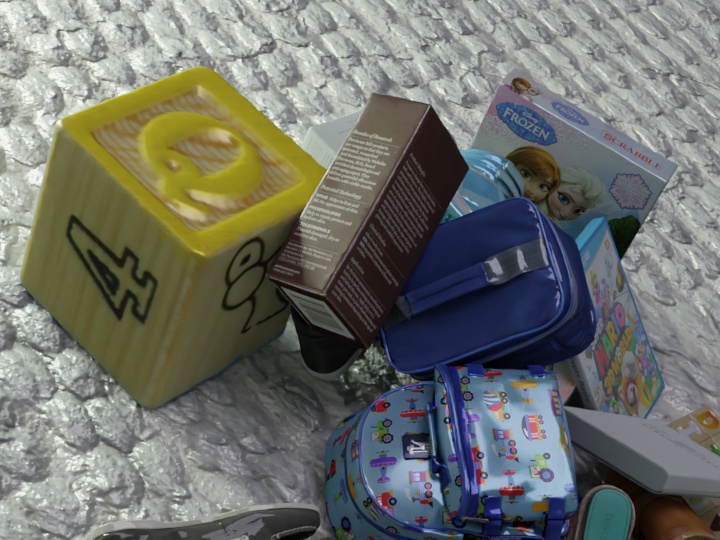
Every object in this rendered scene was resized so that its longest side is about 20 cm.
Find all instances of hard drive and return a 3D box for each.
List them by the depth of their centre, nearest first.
[{"bbox_3d":[0.274,0.170,1.518,0.132,0.026,0.200,30,11,36],"label":"hard drive"}]

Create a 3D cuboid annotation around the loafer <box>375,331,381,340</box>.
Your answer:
[{"bbox_3d":[-0.013,-0.019,1.643,0.068,0.071,0.201,-14,54,-37],"label":"loafer"}]

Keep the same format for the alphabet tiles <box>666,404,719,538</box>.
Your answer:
[{"bbox_3d":[0.363,0.213,1.629,0.199,0.006,0.167,-18,56,-39],"label":"alphabet tiles"}]

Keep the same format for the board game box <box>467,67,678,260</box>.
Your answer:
[{"bbox_3d":[0.200,-0.080,1.715,0.199,0.200,0.041,31,41,9],"label":"board game box"}]

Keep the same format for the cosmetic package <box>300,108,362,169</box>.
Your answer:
[{"bbox_3d":[0.033,-0.072,1.715,0.200,0.081,0.113,43,43,21],"label":"cosmetic package"}]

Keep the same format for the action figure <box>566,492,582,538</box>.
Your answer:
[{"bbox_3d":[0.204,0.237,1.497,0.065,0.052,0.200,-11,54,-40],"label":"action figure"}]

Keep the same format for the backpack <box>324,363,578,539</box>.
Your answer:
[{"bbox_3d":[0.073,0.171,1.421,0.199,0.135,0.183,5,55,-9],"label":"backpack"}]

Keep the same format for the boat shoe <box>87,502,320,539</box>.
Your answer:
[{"bbox_3d":[-0.124,0.231,1.331,0.199,0.067,0.057,-3,63,-23],"label":"boat shoe"}]

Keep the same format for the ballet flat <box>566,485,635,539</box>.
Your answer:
[{"bbox_3d":[0.191,0.285,1.408,0.068,0.067,0.201,24,70,-2],"label":"ballet flat"}]

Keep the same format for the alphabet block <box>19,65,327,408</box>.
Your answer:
[{"bbox_3d":[-0.166,-0.033,1.482,0.196,0.200,0.195,40,42,18],"label":"alphabet block"}]

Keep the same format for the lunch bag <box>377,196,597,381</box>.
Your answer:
[{"bbox_3d":[0.101,0.024,1.482,0.132,0.199,0.136,34,37,-61],"label":"lunch bag"}]

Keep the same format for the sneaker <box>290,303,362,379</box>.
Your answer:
[{"bbox_3d":[0.000,0.000,1.538,0.070,0.099,0.201,24,71,18],"label":"sneaker"}]

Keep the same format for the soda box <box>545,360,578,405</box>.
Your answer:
[{"bbox_3d":[0.196,0.089,1.636,0.068,0.064,0.200,33,40,9],"label":"soda box"}]

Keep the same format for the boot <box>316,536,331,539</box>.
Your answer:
[{"bbox_3d":[-0.020,0.315,1.286,0.175,0.066,0.200,-21,59,-40],"label":"boot"}]

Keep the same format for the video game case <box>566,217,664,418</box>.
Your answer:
[{"bbox_3d":[0.242,0.068,1.614,0.143,0.018,0.201,-45,119,-48],"label":"video game case"}]

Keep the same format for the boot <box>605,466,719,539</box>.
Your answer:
[{"bbox_3d":[0.273,0.225,1.459,0.200,0.077,0.156,35,18,-53],"label":"boot"}]

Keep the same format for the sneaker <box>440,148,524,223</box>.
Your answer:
[{"bbox_3d":[0.141,-0.041,1.628,0.130,0.080,0.200,-33,83,-42],"label":"sneaker"}]

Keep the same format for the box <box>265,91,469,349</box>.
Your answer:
[{"bbox_3d":[0.009,-0.045,1.432,0.075,0.100,0.201,19,69,35],"label":"box"}]
